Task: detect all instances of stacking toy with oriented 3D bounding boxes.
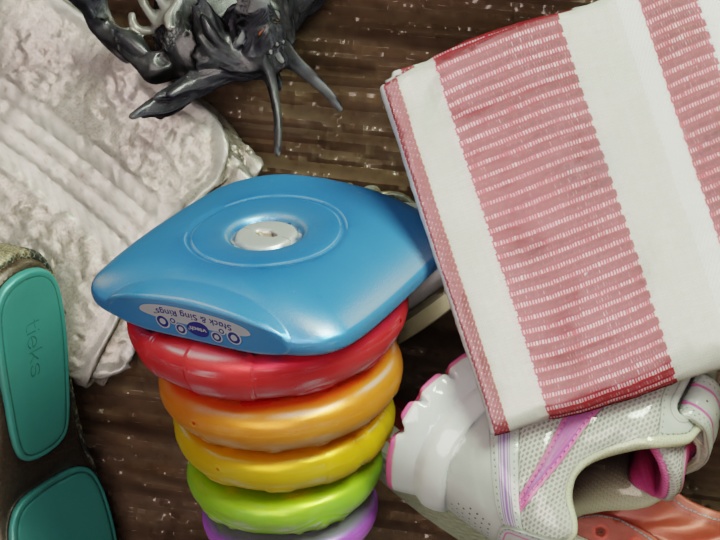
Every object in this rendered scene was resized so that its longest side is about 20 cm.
[{"bbox_3d":[-0.029,0.074,0.999,0.116,0.110,0.201,12,121,28],"label":"stacking toy"}]

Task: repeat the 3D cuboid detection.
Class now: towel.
[{"bbox_3d":[-0.150,-0.054,1.105,0.200,0.034,0.133,36,100,10],"label":"towel"},{"bbox_3d":[0.121,-0.036,0.944,0.199,0.023,0.145,-18,85,3],"label":"towel"}]

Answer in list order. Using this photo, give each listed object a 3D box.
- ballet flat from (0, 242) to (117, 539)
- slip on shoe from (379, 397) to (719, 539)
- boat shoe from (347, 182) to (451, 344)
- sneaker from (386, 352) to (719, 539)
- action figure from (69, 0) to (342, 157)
[{"bbox_3d":[-0.149,0.081,1.090,0.075,0.068,0.201,8,115,41],"label":"ballet flat"},{"bbox_3d":[0.079,0.091,1.041,0.199,0.074,0.061,23,75,13],"label":"slip on shoe"},{"bbox_3d":[0.000,0.000,1.048,0.200,0.075,0.069,-35,90,14],"label":"boat shoe"},{"bbox_3d":[0.108,0.043,0.992,0.200,0.081,0.088,-40,67,-14],"label":"sneaker"},{"bbox_3d":[-0.082,-0.142,1.046,0.119,0.102,0.200,-39,78,-16],"label":"action figure"}]
